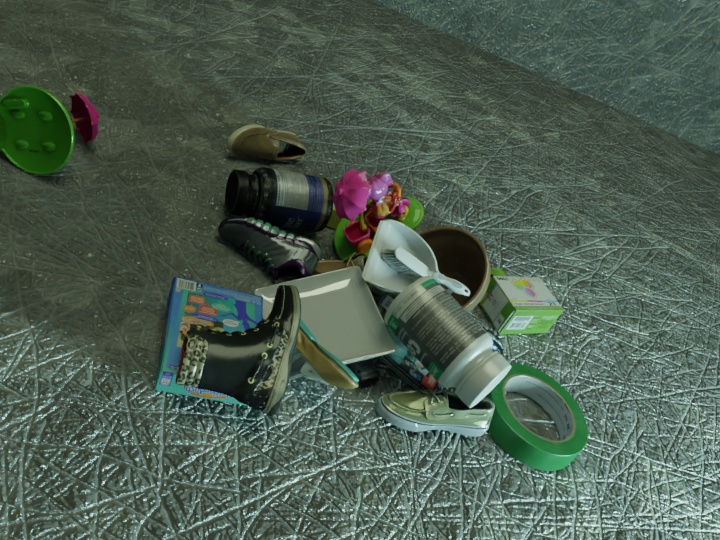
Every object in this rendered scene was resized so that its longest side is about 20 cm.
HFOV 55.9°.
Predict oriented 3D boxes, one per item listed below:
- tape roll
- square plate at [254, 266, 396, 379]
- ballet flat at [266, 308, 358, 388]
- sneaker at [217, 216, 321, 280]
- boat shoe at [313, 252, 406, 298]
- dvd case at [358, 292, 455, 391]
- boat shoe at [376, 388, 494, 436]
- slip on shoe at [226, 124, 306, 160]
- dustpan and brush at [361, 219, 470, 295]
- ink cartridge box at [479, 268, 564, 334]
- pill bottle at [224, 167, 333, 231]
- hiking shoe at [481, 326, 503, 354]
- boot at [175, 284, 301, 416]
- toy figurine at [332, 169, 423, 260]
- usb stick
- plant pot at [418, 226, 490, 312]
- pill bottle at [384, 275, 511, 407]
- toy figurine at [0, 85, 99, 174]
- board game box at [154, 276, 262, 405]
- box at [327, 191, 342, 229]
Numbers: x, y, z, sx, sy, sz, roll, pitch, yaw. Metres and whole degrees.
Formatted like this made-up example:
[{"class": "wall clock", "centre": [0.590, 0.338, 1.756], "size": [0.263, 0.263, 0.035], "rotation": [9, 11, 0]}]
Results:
[{"class": "tape roll", "centre": [0.309, 0.258, 1.215], "size": [0.198, 0.048, 0.202], "rotation": [19, 35, -14]}, {"class": "square plate", "centre": [-0.063, 0.088, 1.146], "size": [0.195, 0.029, 0.201], "rotation": [-13, 48, -14]}, {"class": "ballet flat", "centre": [-0.081, 0.131, 1.056], "size": [0.200, 0.063, 0.069], "rotation": [42, -3, 33]}, {"class": "sneaker", "centre": [-0.173, -0.034, 1.244], "size": [0.197, 0.075, 0.088], "rotation": [15, 58, -1]}, {"class": "boat shoe", "centre": [0.000, 0.000, 1.287], "size": [0.197, 0.067, 0.075], "rotation": [7, 40, -2]}, {"class": "dvd case", "centre": [0.095, 0.141, 1.216], "size": [0.199, 0.022, 0.146], "rotation": [41, 35, -1]}, {"class": "boat shoe", "centre": [0.124, 0.221, 1.111], "size": [0.197, 0.063, 0.072], "rotation": [10, 30, -15]}, {"class": "slip on shoe", "centre": [-0.207, -0.279, 1.530], "size": [0.199, 0.077, 0.061], "rotation": [-5, 39, -49]}, {"class": "dustpan and brush", "centre": [0.111, 0.001, 1.236], "size": [0.199, 0.057, 0.141], "rotation": [32, 58, -21]}, {"class": "ink cartridge box", "centre": [0.322, 0.039, 1.480], "size": [0.146, 0.076, 0.201], "rotation": [2, 44, -33]}, {"class": "pill bottle", "centre": [-0.162, -0.143, 1.350], "size": [0.198, 0.113, 0.113], "rotation": [5, 40, -29]}, {"class": "hiking shoe", "centre": [0.172, 0.140, 1.224], "size": [0.198, 0.074, 0.088], "rotation": [20, 58, -21]}, {"class": "boot", "centre": [-0.171, 0.093, 0.974], "size": [0.152, 0.074, 0.206], "rotation": [17, 56, -16]}, {"class": "toy figurine", "centre": [0.024, -0.125, 1.306], "size": [0.198, 0.185, 0.151], "rotation": [-31, 59, -5]}, {"class": "usb stick", "centre": [-0.032, 0.115, 1.177], "size": [0.055, 0.033, 0.201], "rotation": [2, 42, -43]}, {"class": "plant pot", "centre": [0.165, 0.022, 1.342], "size": [0.202, 0.200, 0.093], "rotation": [58, 4, 37]}, {"class": "pill bottle", "centre": [0.141, 0.115, 1.099], "size": [0.200, 0.114, 0.112], "rotation": [47, 39, 20]}, {"class": "toy figurine", "centre": [-0.573, -0.271, 1.252], "size": [0.197, 0.152, 0.184], "rotation": [4, 20, 8]}, {"class": "board game box", "centre": [-0.227, 0.106, 1.044], "size": [0.150, 0.045, 0.201], "rotation": [15, 37, -19]}, {"class": "box", "centre": [0.021, -0.098, 1.473], "size": [0.198, 0.050, 0.076], "rotation": [22, 35, -10]}]
